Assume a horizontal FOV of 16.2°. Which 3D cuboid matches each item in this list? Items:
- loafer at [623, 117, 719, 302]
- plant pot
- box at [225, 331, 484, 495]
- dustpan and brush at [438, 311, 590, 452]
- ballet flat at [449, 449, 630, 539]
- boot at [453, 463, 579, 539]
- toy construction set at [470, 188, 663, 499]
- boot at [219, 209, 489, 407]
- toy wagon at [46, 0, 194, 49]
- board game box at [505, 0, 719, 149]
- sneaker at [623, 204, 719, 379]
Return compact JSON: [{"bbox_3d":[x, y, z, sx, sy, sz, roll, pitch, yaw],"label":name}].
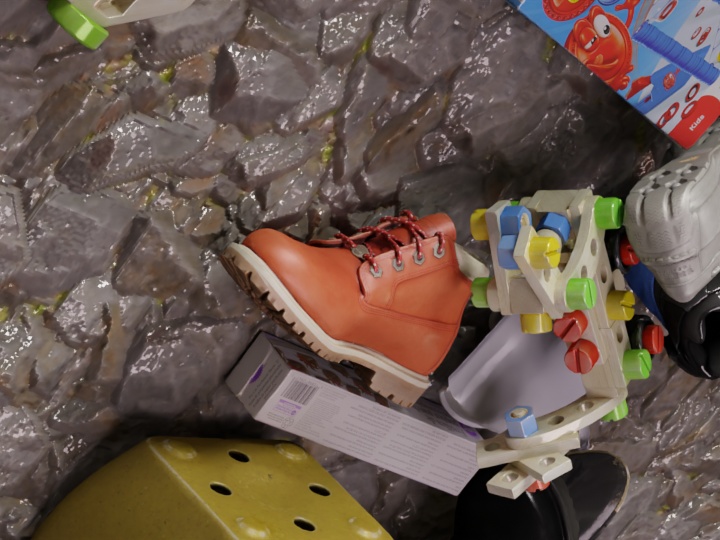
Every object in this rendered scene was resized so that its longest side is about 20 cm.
[{"bbox_3d":[0.211,-0.043,1.504,0.200,0.070,0.070,-39,115,-52],"label":"loafer"},{"bbox_3d":[-0.083,0.207,1.459,0.195,0.194,0.200,6,115,-41],"label":"plant pot"},{"bbox_3d":[0.002,0.088,1.528,0.200,0.039,0.041,24,109,-46],"label":"box"},{"bbox_3d":[0.120,0.068,1.602,0.140,0.057,0.200,-48,134,-12],"label":"dustpan and brush"},{"bbox_3d":[0.095,0.184,1.672,0.200,0.066,0.057,-40,167,12],"label":"ballet flat"},{"bbox_3d":[0.067,0.216,1.559,0.158,0.079,0.211,-3,90,-55],"label":"boot"},{"bbox_3d":[0.117,0.036,1.472,0.131,0.092,0.200,-52,147,-50],"label":"toy construction set"},{"bbox_3d":[0.000,0.000,1.434,0.107,0.075,0.200,-52,147,6],"label":"boot"},{"bbox_3d":[-0.121,-0.199,1.189,0.155,0.040,0.200,-47,138,5],"label":"toy wagon"},{"bbox_3d":[0.187,-0.192,1.420,0.200,0.056,0.196,-49,139,8],"label":"board game box"},{"bbox_3d":[0.228,0.030,1.585,0.077,0.111,0.200,-38,147,8],"label":"sneaker"}]
